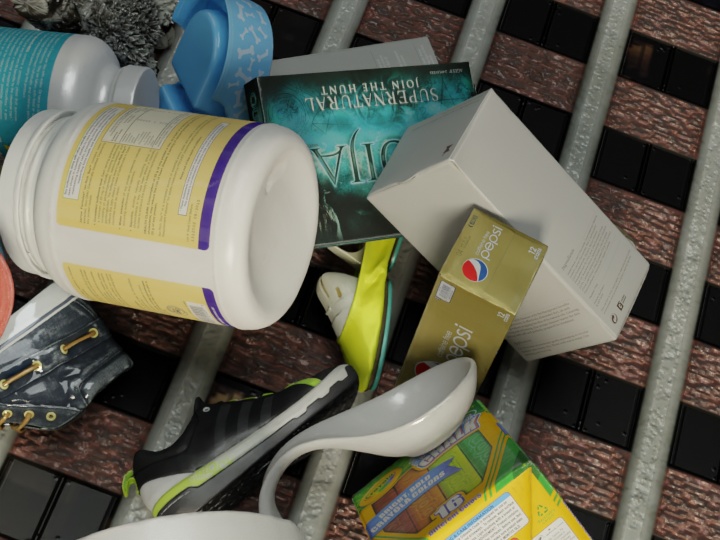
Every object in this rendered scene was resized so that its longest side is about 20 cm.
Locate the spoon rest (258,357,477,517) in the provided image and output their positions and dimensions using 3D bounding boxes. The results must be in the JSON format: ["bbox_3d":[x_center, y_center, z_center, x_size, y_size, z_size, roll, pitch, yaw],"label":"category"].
[{"bbox_3d":[0.002,0.123,1.075,0.199,0.099,0.061,-38,100,7],"label":"spoon rest"}]

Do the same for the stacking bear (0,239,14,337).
[{"bbox_3d":[-0.322,-0.010,1.093,0.113,0.122,0.200,-35,27,-6],"label":"stacking bear"}]

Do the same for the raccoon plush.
[{"bbox_3d":[-0.210,-0.240,1.248,0.096,0.200,0.135,9,66,15],"label":"raccoon plush"}]

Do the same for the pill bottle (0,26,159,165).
[{"bbox_3d":[-0.266,-0.138,1.191,0.197,0.111,0.112,7,58,11],"label":"pill bottle"}]

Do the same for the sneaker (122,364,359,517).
[{"bbox_3d":[-0.091,0.117,1.123,0.199,0.072,0.083,-34,66,-22],"label":"sneaker"}]

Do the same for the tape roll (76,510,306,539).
[{"bbox_3d":[-0.126,0.230,0.980,0.200,0.203,0.071,-6,62,-15],"label":"tape roll"}]

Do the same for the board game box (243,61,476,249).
[{"bbox_3d":[0.012,-0.091,1.175,0.198,0.028,0.137,-9,86,-29],"label":"board game box"}]

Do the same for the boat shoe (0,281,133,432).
[{"bbox_3d":[-0.267,0.097,1.104,0.200,0.071,0.091,-39,91,-17],"label":"boat shoe"}]

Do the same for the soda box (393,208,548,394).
[{"bbox_3d":[0.079,0.044,1.128,0.064,0.201,0.068,27,58,5],"label":"soda box"}]

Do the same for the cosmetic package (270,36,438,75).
[{"bbox_3d":[-0.022,-0.125,1.275,0.198,0.090,0.108,-11,62,-14],"label":"cosmetic package"}]

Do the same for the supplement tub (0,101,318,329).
[{"bbox_3d":[-0.144,-0.043,1.068,0.198,0.146,0.146,10,56,21],"label":"supplement tub"}]

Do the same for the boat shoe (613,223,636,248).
[{"bbox_3d":[0.138,-0.030,1.265,0.198,0.075,0.068,21,29,11],"label":"boat shoe"}]

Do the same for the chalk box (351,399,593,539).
[{"bbox_3d":[0.081,0.185,1.054,0.124,0.200,0.124,-39,104,-2],"label":"chalk box"}]

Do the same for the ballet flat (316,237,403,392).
[{"bbox_3d":[0.000,0.000,1.208,0.066,0.067,0.202,15,68,-6],"label":"ballet flat"}]

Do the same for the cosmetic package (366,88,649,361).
[{"bbox_3d":[0.115,-0.030,1.141,0.200,0.107,0.085,46,55,-20],"label":"cosmetic package"}]

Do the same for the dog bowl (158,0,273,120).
[{"bbox_3d":[-0.131,-0.138,1.203,0.049,0.201,0.112,6,37,-34],"label":"dog bowl"}]
